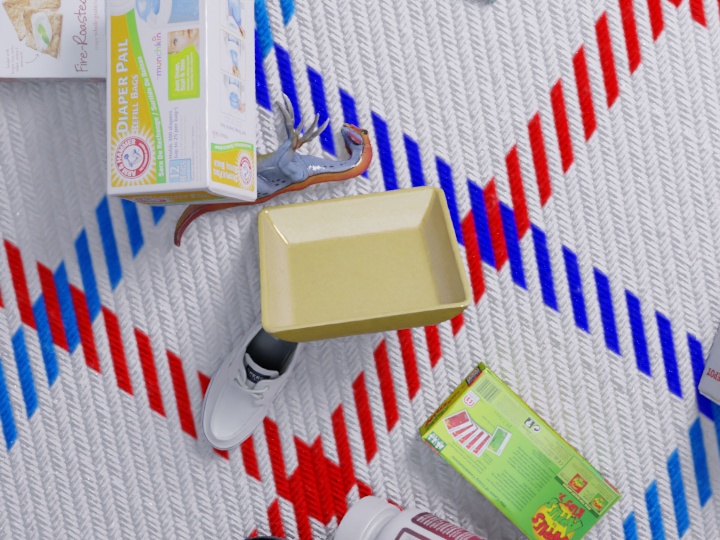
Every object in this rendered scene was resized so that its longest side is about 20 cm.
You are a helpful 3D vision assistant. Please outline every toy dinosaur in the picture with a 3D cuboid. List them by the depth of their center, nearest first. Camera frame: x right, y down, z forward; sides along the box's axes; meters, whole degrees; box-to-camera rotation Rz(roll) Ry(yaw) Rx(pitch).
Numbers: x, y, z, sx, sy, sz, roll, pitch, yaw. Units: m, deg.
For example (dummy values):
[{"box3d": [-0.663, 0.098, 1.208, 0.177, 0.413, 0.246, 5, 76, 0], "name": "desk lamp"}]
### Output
[{"box3d": [-0.085, -0.109, 1.158, 0.180, 0.105, 0.201, 14, 128, -11], "name": "toy dinosaur"}]

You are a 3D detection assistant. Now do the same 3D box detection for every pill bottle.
[{"box3d": [0.074, 0.308, 1.121, 0.199, 0.109, 0.111, 19, 96, 33], "name": "pill bottle"}]

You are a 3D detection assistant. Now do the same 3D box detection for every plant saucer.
[{"box3d": [0.000, 0.000, 1.110, 0.198, 0.201, 0.049, -8, 128, -1], "name": "plant saucer"}]

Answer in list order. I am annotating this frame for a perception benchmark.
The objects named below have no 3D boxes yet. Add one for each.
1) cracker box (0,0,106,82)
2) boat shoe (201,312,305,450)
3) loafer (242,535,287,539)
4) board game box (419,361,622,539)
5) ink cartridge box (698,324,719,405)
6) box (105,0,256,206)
[{"box3d": [-0.305, -0.261, 1.131, 0.198, 0.058, 0.135, -1, 95, 0], "name": "cracker box"}, {"box3d": [-0.109, 0.100, 1.160, 0.073, 0.065, 0.201, 27, 94, -3], "name": "boat shoe"}, {"box3d": [-0.076, 0.321, 1.132, 0.199, 0.063, 0.073, 6, 101, 36], "name": "loafer"}, {"box3d": [0.169, 0.204, 1.182, 0.200, 0.048, 0.102, 43, 94, -3], "name": "board game box"}, {"box3d": [0.431, 0.054, 1.124, 0.082, 0.147, 0.202, 18, 95, -3], "name": "ink cartridge box"}, {"box3d": [-0.168, -0.165, 1.048, 0.111, 0.101, 0.202, -3, 86, 20], "name": "box"}]
